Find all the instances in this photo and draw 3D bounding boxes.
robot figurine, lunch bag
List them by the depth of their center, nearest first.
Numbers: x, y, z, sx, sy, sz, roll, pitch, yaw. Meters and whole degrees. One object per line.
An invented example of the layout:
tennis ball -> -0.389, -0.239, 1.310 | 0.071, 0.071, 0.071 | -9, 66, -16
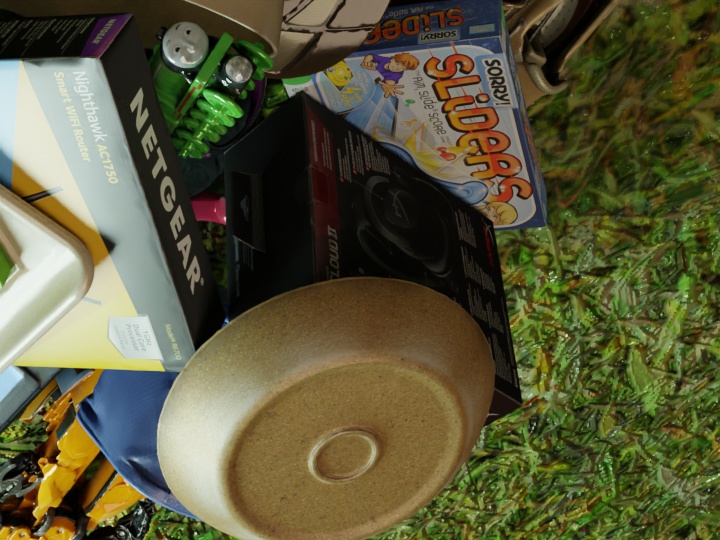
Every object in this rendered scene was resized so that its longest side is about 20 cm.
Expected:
lunch bag -> -0.059, 0.089, 0.994 | 0.200, 0.136, 0.133 | 30, 94, -38
robot figurine -> -0.191, 0.134, 1.117 | 0.145, 0.058, 0.200 | 24, 115, -37

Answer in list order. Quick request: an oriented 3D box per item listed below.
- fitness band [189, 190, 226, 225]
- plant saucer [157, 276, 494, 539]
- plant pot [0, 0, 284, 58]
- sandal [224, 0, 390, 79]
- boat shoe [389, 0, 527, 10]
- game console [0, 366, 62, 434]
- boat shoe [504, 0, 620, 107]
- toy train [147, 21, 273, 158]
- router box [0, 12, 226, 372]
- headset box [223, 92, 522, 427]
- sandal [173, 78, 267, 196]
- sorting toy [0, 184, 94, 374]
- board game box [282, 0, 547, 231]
fitness band -> -0.093, 0.029, 1.055 | 0.200, 0.037, 0.144 | 33, 92, -37
plant saucer -> -0.013, 0.093, 0.885 | 0.200, 0.035, 0.201 | -10, 129, -13
plant pot -> -0.123, -0.198, 0.791 | 0.200, 0.200, 0.135 | 14, 88, -33
sandal -> -0.010, -0.199, 0.880 | 0.082, 0.055, 0.200 | 21, 103, -15
boat shoe -> 0.078, -0.192, 0.931 | 0.200, 0.072, 0.076 | -31, 166, 4
game console -> -0.304, 0.070, 0.959 | 0.171, 0.118, 0.200 | 42, 107, -9
boat shoe -> 0.101, -0.136, 1.002 | 0.072, 0.076, 0.200 | 12, 125, -36
toy train -> -0.090, -0.098, 0.840 | 0.056, 0.200, 0.042 | 33, 80, -8
router box -> -0.168, -0.037, 0.834 | 0.149, 0.051, 0.200 | 0, 129, 18
headset box -> 0.000, 0.000, 0.946 | 0.077, 0.149, 0.200 | -34, 134, 31
sandal -> -0.084, -0.122, 0.950 | 0.075, 0.048, 0.201 | 8, 124, -30
sorting toy -> -0.264, -0.009, 0.825 | 0.200, 0.037, 0.185 | 39, 128, -17
board game box -> 0.038, -0.088, 0.984 | 0.135, 0.035, 0.200 | -6, 147, 13
